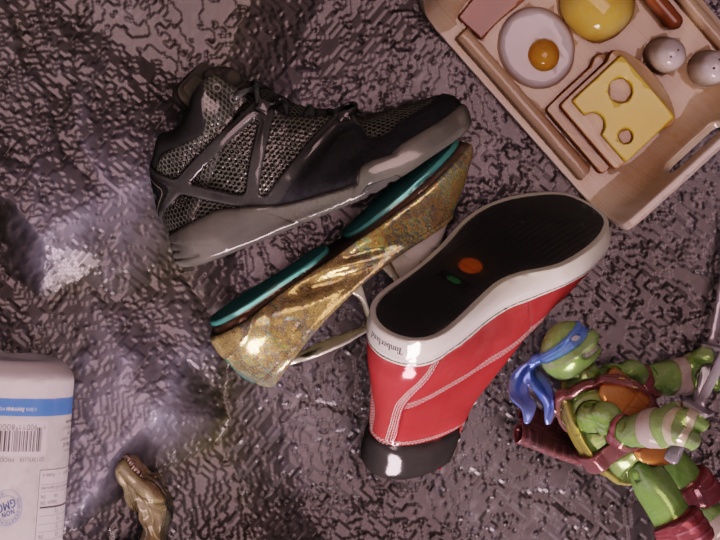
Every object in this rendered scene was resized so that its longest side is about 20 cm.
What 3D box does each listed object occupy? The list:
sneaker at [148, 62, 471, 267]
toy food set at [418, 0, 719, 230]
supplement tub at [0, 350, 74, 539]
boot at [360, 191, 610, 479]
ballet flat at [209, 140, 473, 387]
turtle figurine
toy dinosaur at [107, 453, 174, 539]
[{"bbox_3d":[-0.038,-0.086,1.590,0.199,0.076,0.114,-20,95,12],"label":"sneaker"},{"bbox_3d":[0.152,-0.144,1.645,0.144,0.060,0.200,-43,98,-6],"label":"toy food set"},{"bbox_3d":[-0.239,0.147,1.549,0.132,0.132,0.200,5,91,-10],"label":"supplement tub"},{"bbox_3d":[0.075,0.044,1.640,0.200,0.072,0.144,-33,143,-35],"label":"boot"},{"bbox_3d":[0.000,0.000,1.621,0.200,0.071,0.071,-37,98,-1],"label":"ballet flat"},{"bbox_3d":[0.210,0.097,1.620,0.200,0.144,0.194,-30,104,-11],"label":"turtle figurine"},{"bbox_3d":[-0.142,0.213,1.593,0.047,0.088,0.200,4,91,25],"label":"toy dinosaur"}]
